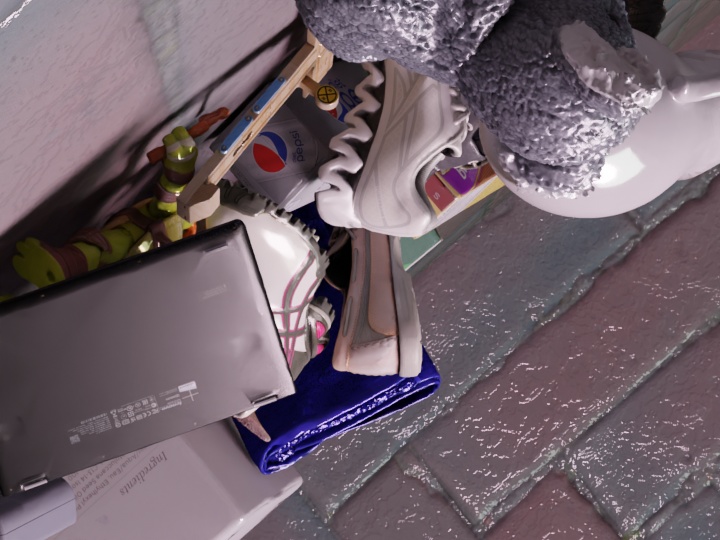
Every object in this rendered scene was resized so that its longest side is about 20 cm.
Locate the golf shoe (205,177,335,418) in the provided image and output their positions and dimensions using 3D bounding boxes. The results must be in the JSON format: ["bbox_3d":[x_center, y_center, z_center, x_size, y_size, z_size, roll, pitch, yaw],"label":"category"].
[{"bbox_3d":[-0.067,0.021,1.605,0.088,0.077,0.200,-55,154,-25],"label":"golf shoe"}]

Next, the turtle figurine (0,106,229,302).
[{"bbox_3d":[-0.149,-0.010,1.532,0.161,0.064,0.200,-36,173,-42],"label":"turtle figurine"}]

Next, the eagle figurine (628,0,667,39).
[{"bbox_3d":[0.104,-0.174,1.715,0.151,0.151,0.200,-31,-177,-12],"label":"eagle figurine"}]

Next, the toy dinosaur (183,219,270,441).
[{"bbox_3d":[-0.115,0.030,1.704,0.085,0.201,0.135,5,-161,31],"label":"toy dinosaur"}]

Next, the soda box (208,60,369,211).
[{"bbox_3d":[-0.026,-0.095,1.706,0.063,0.068,0.200,-45,174,22],"label":"soda box"}]

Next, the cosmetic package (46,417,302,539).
[{"bbox_3d":[-0.178,0.138,1.792,0.165,0.200,0.165,-41,175,14],"label":"cosmetic package"}]

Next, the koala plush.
[{"bbox_3d":[0.083,-0.137,1.419,0.184,0.200,0.177,-38,175,-26],"label":"koala plush"}]

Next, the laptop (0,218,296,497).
[{"bbox_3d":[-0.145,0.054,1.516,0.186,0.201,0.116,-20,-145,-5],"label":"laptop"}]

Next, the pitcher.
[{"bbox_3d":[0.184,-0.104,1.571,0.171,0.122,0.199,-23,170,40],"label":"pitcher"}]

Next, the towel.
[{"bbox_3d":[-0.048,0.034,1.807,0.147,0.201,0.050,-26,148,-8],"label":"towel"}]

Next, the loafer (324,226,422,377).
[{"bbox_3d":[0.000,0.000,1.738,0.062,0.200,0.072,-6,127,-5],"label":"loafer"}]

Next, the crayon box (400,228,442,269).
[{"bbox_3d":[-0.046,0.000,2.082,0.200,0.051,0.127,-40,-144,-14],"label":"crayon box"}]

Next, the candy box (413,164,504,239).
[{"bbox_3d":[0.061,-0.107,1.979,0.056,0.117,0.200,-44,174,28],"label":"candy box"}]

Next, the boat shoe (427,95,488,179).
[{"bbox_3d":[0.072,-0.102,1.674,0.200,0.066,0.070,-57,179,43],"label":"boat shoe"}]

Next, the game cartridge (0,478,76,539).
[{"bbox_3d":[-0.290,0.163,1.595,0.199,0.042,0.133,-7,-171,17],"label":"game cartridge"}]

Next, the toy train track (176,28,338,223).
[{"bbox_3d":[-0.039,-0.103,1.513,0.200,0.032,0.115,-51,168,-21],"label":"toy train track"}]

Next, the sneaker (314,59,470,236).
[{"bbox_3d":[0.038,-0.117,1.590,0.075,0.081,0.201,7,100,-72],"label":"sneaker"}]
